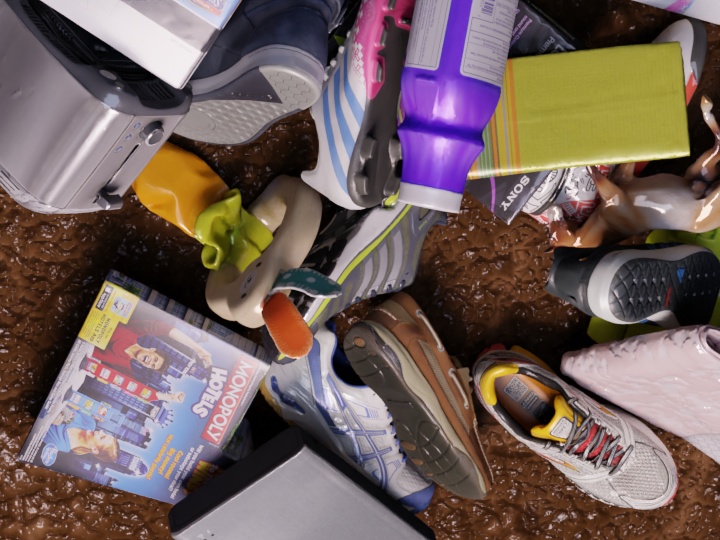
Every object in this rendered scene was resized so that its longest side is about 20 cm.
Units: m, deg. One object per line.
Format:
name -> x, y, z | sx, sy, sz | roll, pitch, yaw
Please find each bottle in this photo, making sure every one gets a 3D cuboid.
bottle -> 0.067, -0.144, 1.294 | 0.065, 0.083, 0.202 | 12, 93, 29

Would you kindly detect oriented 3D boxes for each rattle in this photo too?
rattle -> -0.098, -0.027, 1.364 | 0.129, 0.201, 0.143 | -30, 115, 12

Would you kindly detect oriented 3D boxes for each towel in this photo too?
towel -> 0.141, -0.116, 1.327 | 0.198, 0.018, 0.087 | -5, 87, 14
towel -> 0.283, 0.103, 1.439 | 0.190, 0.200, 0.033 | 29, 69, -19

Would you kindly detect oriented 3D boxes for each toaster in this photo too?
toaster -> -0.228, -0.135, 1.330 | 0.200, 0.113, 0.130 | 46, 116, 20

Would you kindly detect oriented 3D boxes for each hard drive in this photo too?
hard drive -> -0.044, 0.217, 1.493 | 0.139, 0.033, 0.200 | -35, 132, 16

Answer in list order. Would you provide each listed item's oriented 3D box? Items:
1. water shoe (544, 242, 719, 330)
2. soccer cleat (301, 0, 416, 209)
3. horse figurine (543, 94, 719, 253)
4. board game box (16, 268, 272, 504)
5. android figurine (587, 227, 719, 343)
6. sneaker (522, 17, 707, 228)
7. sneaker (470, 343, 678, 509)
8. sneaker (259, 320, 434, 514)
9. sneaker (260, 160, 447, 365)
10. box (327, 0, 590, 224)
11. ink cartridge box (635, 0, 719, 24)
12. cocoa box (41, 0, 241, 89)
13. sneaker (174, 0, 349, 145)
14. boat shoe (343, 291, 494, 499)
water shoe -> 0.217, 0.004, 1.405 | 0.199, 0.078, 0.072 | 9, 98, -55
soccer cleat -> -0.001, -0.148, 1.339 | 0.069, 0.086, 0.202 | 5, 100, -48
horse figurine -> 0.239, -0.070, 1.380 | 0.197, 0.050, 0.134 | -9, 129, -3
board game box -> -0.154, 0.114, 1.485 | 0.198, 0.062, 0.201 | 27, 119, -8
android figurine -> 0.286, 0.035, 1.512 | 0.180, 0.041, 0.202 | 13, 117, -10
sneaker -> 0.181, -0.123, 1.408 | 0.107, 0.067, 0.202 | 22, 116, -17
sneaker -> 0.175, 0.138, 1.497 | 0.199, 0.082, 0.078 | 31, 96, 3
sneaker -> 0.006, 0.127, 1.521 | 0.088, 0.075, 0.200 | -40, 113, 15
sneaker -> 0.000, 0.000, 1.431 | 0.200, 0.074, 0.081 | -50, 120, -6
box -> 0.082, -0.152, 1.370 | 0.199, 0.036, 0.143 | 38, 110, 0
ink cartridge box -> 0.263, -0.253, 1.347 | 0.198, 0.067, 0.118 | 14, 115, -10
cocoa box -> -0.173, -0.254, 1.281 | 0.199, 0.134, 0.132 | 32, 111, -18
sneaker -> -0.081, -0.181, 1.362 | 0.077, 0.148, 0.201 | 27, 155, -33
boat shoe -> 0.063, 0.103, 1.483 | 0.074, 0.075, 0.201 | -48, 125, -27
